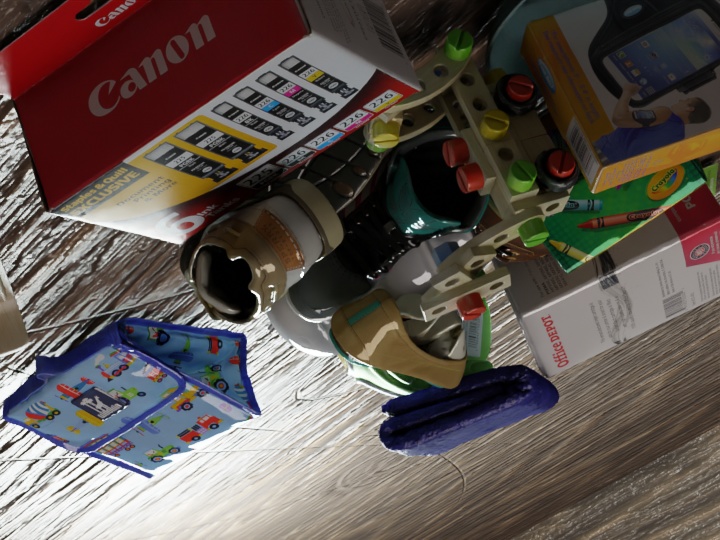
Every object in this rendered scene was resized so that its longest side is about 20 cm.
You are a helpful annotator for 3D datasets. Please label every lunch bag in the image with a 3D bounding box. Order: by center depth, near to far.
[{"bbox_3d":[-0.216,0.104,1.253,0.150,0.094,0.200,-32,146,26],"label":"lunch bag"}]

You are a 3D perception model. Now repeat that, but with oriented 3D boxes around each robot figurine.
[{"bbox_3d":[0.000,0.000,1.145,0.200,0.113,0.170,-25,147,7],"label":"robot figurine"}]

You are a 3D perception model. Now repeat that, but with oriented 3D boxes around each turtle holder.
[{"bbox_3d":[0.027,0.062,1.305,0.185,0.141,0.132,-20,178,-29],"label":"turtle holder"}]

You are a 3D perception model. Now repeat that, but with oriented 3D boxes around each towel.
[{"bbox_3d":[0.098,0.121,1.234,0.147,0.050,0.200,-24,167,9],"label":"towel"}]

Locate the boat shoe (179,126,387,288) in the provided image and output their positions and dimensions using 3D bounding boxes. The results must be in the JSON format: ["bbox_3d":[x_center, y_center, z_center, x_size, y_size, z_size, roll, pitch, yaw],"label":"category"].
[{"bbox_3d":[-0.055,-0.060,1.013,0.200,0.076,0.074,-40,-172,24],"label":"boat shoe"}]

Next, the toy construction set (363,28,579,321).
[{"bbox_3d":[0.063,-0.071,0.904,0.131,0.201,0.092,-16,170,-18],"label":"toy construction set"}]

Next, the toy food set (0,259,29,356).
[{"bbox_3d":[-0.316,0.032,0.963,0.143,0.061,0.200,-18,160,-13],"label":"toy food set"}]

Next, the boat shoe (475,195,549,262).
[{"bbox_3d":[0.129,-0.034,1.106,0.068,0.072,0.200,-44,167,18],"label":"boat shoe"}]

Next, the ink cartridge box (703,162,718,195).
[{"bbox_3d":[0.301,-0.024,1.468,0.200,0.076,0.148,-23,161,6],"label":"ink cartridge box"}]

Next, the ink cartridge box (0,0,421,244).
[{"bbox_3d":[-0.097,-0.108,0.804,0.200,0.084,0.175,-31,159,23],"label":"ink cartridge box"}]

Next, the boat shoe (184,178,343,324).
[{"bbox_3d":[-0.082,-0.004,0.911,0.068,0.075,0.200,-38,180,-27],"label":"boat shoe"}]

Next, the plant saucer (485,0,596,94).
[{"bbox_3d":[0.172,-0.193,0.950,0.200,0.036,0.200,-20,159,-8],"label":"plant saucer"}]

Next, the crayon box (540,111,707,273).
[{"bbox_3d":[0.185,-0.087,1.033,0.119,0.058,0.200,-36,-165,19],"label":"crayon box"}]

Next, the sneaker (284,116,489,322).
[{"bbox_3d":[0.026,-0.037,1.010,0.200,0.084,0.121,-48,-172,-3],"label":"sneaker"}]

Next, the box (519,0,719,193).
[{"bbox_3d":[0.222,-0.138,0.915,0.200,0.119,0.042,-20,158,-9],"label":"box"}]

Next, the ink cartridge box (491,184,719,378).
[{"bbox_3d":[0.230,-0.001,1.253,0.200,0.084,0.145,-26,148,4],"label":"ink cartridge box"}]

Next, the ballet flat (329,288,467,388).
[{"bbox_3d":[0.049,0.052,1.070,0.063,0.069,0.200,-42,157,16],"label":"ballet flat"}]
